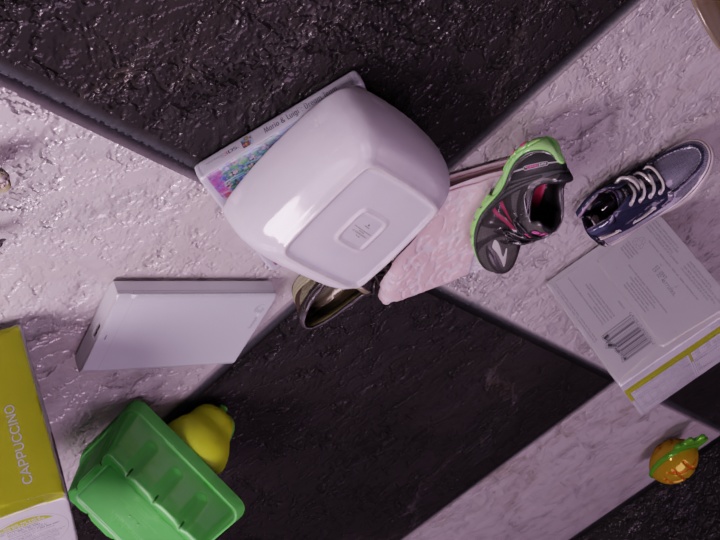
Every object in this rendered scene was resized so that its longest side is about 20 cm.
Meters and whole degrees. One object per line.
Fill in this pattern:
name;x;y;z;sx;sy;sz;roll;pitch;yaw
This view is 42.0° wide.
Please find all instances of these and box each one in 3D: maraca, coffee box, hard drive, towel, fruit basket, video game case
maraca;0.831;0.489;2.460;0.135;0.108;0.201;-10;143;-28
coffee box;0.439;0.067;1.436;0.199;0.201;0.197;-37;149;10
hard drive;-0.207;0.062;1.061;0.198;0.026;0.132;1;137;-40
coffee box;-0.400;0.211;0.929;0.197;0.201;0.199;-15;146;-21
towel;0.115;-0.047;1.168;0.188;0.032;0.201;-18;146;-18
fruit basket;-0.243;0.259;1.199;0.155;0.217;0.214;-42;147;22
video game case;-0.052;-0.095;0.967;0.180;0.024;0.200;-30;150;1

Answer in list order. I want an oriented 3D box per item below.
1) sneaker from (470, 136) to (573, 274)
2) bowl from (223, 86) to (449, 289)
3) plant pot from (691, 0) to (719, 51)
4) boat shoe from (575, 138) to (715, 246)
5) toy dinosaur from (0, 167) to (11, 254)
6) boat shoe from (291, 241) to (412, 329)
sneaker;0.188;-0.061;1.100;0.076;0.084;0.202;-13;143;-26
bowl;-0.012;-0.064;0.935;0.199;0.075;0.199;-43;140;17
plant pot;0.441;-0.302;0.910;0.172;0.201;0.200;-32;149;2
boat shoe;0.379;-0.107;1.256;0.200;0.075;0.092;-43;154;22
toy dinosaur;-0.361;-0.022;0.794;0.198;0.048;0.088;-33;134;6
boat shoe;0.000;0.000;1.081;0.073;0.065;0.200;26;126;-35
